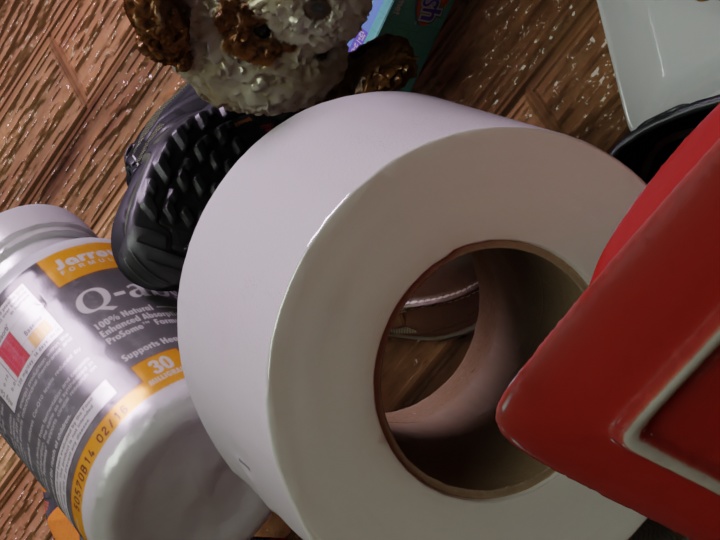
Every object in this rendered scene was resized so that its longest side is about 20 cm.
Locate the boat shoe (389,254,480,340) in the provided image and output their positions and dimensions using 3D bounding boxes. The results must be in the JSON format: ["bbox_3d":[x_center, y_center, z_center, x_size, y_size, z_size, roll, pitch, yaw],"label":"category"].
[{"bbox_3d":[0.000,0.000,1.100,0.199,0.071,0.077,-13,77,44],"label":"boat shoe"}]

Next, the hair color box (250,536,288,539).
[{"bbox_3d":[-0.030,0.215,1.084,0.200,0.063,0.112,25,105,61],"label":"hair color box"}]

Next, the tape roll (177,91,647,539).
[{"bbox_3d":[0.032,0.029,0.949,0.139,0.201,0.205,-150,72,-67],"label":"tape roll"}]

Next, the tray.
[{"bbox_3d":[0.147,-0.171,1.004,0.107,0.022,0.202,-26,68,40],"label":"tray"}]

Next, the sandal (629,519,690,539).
[{"bbox_3d":[0.173,0.080,0.930,0.199,0.054,0.082,-32,64,38],"label":"sandal"}]

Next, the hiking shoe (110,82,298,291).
[{"bbox_3d":[-0.085,-0.045,1.138,0.076,0.201,0.101,41,131,-12],"label":"hiking shoe"}]

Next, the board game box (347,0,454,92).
[{"bbox_3d":[-0.014,-0.208,1.152,0.200,0.045,0.153,44,116,38],"label":"board game box"}]

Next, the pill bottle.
[{"bbox_3d":[-0.128,0.055,1.097,0.200,0.116,0.117,42,115,42],"label":"pill bottle"}]

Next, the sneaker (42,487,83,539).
[{"bbox_3d":[-0.099,0.122,1.198,0.199,0.077,0.113,10,108,40],"label":"sneaker"}]

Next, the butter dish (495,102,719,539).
[{"bbox_3d":[0.174,0.000,0.828,0.200,0.199,0.148,-51,24,31],"label":"butter dish"}]

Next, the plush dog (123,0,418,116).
[{"bbox_3d":[-0.038,-0.158,1.032,0.160,0.199,0.173,29,102,53],"label":"plush dog"}]

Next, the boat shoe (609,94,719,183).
[{"bbox_3d":[0.188,-0.047,0.924,0.199,0.062,0.075,-8,79,43],"label":"boat shoe"}]
